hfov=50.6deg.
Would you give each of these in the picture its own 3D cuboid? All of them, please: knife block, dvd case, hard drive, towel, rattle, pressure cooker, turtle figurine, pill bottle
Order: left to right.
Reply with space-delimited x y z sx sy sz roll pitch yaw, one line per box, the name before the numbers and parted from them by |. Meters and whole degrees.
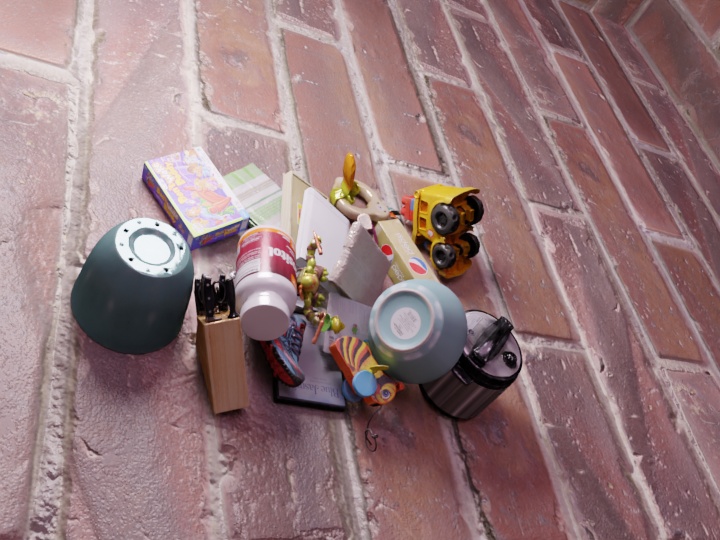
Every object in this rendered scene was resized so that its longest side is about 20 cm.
knife block | -0.232 0.110 1.272 0.063 0.177 0.203 -9 56 -20
towel | -0.212 -0.140 1.645 0.200 0.031 0.149 43 38 10
pill bottle | -0.168 0.022 1.352 0.111 0.114 0.202 18 37 -20
dvd case | -0.102 0.167 1.438 0.140 0.018 0.203 14 46 -26
turtle figurine | -0.093 0.035 1.417 0.063 0.161 0.205 -3 85 1
hard drive | -0.078 -0.063 1.597 0.132 0.026 0.203 40 38 -34
towel | 0.000 0.000 1.525 0.034 0.200 0.135 15 73 26
rattle | 0.037 -0.184 1.777 0.197 0.145 0.131 22 23 -7
pressure cooker | 0.226 0.178 1.522 0.176 0.201 0.178 14 47 -23

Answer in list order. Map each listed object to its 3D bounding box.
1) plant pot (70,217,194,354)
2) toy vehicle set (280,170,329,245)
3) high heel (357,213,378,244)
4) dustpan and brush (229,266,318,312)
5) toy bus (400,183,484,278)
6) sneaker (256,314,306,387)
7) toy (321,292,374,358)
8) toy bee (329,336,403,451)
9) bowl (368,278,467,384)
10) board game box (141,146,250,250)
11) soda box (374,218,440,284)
plant pot | -0.371 0.010 1.285 0.197 0.162 0.203 19 43 -19
toy vehicle set | -0.116 -0.101 1.620 0.124 0.026 0.203 34 42 -39
high heel | 0.019 -0.018 1.682 0.066 0.096 0.204 -1 70 2
dustpan and brush | -0.174 0.019 1.491 0.197 0.057 0.141 -3 55 -37
toy bus | 0.178 -0.105 1.802 0.190 0.204 0.135 18 26 37
sneaker | -0.135 0.117 1.379 0.094 0.080 0.201 -20 54 -19
toy | -0.004 0.127 1.507 0.198 0.047 0.118 23 64 -42
toy bee | 0.020 0.211 1.416 0.107 0.130 0.204 -18 102 -30
bowl | 0.094 0.101 1.418 0.203 0.199 0.105 58 7 24
board game box | -0.331 -0.148 1.533 0.133 0.045 0.201 -24 68 -36
soda box | 0.097 -0.018 1.717 0.067 0.064 0.202 -10 59 -40
